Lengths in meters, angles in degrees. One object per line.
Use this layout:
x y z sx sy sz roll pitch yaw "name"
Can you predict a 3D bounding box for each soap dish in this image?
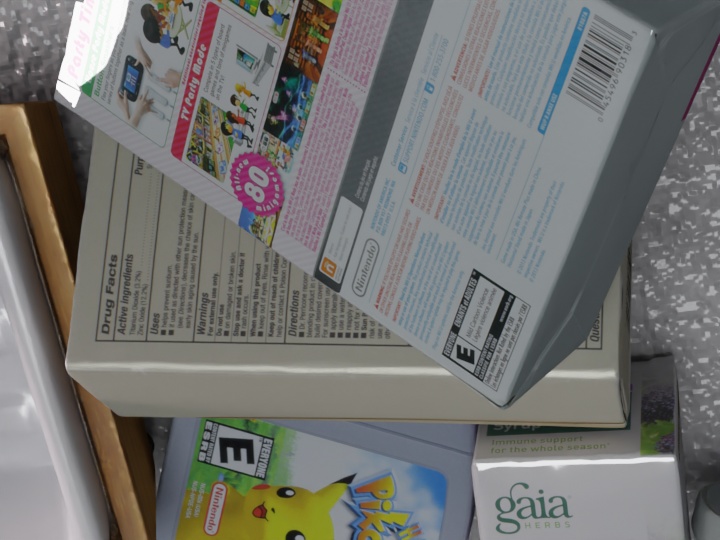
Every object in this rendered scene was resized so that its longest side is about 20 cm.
-0.170 0.027 0.768 0.156 0.081 0.201 -4 114 19 "soap dish"

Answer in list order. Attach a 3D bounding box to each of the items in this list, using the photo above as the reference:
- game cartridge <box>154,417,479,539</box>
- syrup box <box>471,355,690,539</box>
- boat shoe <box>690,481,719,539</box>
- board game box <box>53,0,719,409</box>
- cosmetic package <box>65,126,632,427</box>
-0.020 0.102 0.809 0.132 0.041 0.201 13 117 0 "game cartridge"
0.097 0.141 0.779 0.078 0.082 0.201 -4 116 11 "syrup box"
0.221 0.139 0.757 0.199 0.071 0.064 18 107 0 "boat shoe"
0.003 -0.073 0.617 0.200 0.064 0.148 35 129 19 "board game box"
0.000 0.000 0.711 0.199 0.073 0.104 1 72 12 "cosmetic package"
